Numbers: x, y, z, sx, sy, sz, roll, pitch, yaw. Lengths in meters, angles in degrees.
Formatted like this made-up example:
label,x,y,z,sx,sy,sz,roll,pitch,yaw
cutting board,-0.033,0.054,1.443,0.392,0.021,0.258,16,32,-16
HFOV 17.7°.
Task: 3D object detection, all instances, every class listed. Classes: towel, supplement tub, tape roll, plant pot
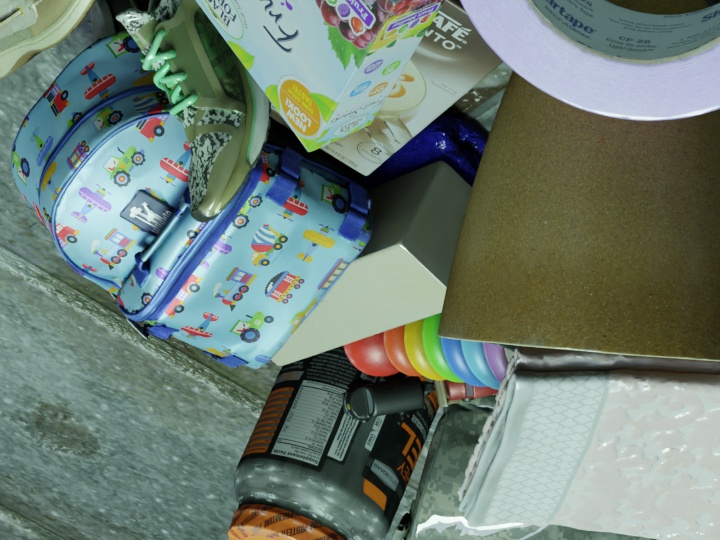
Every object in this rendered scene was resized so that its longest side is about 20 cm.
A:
label,x,y,z,sx,sy,sz,roll,pitch,yaw
towel,0.168,0.112,1.422,0.190,0.032,0.200,4,147,-6
towel,0.034,-0.033,1.580,0.148,0.050,0.200,39,146,-29
supplement tub,-0.017,0.126,1.712,0.122,0.200,0.123,20,156,9
tape roll,0.144,-0.179,1.165,0.199,0.066,0.201,8,120,14
plant pot,0.145,-0.054,1.304,0.186,0.201,0.186,5,180,0

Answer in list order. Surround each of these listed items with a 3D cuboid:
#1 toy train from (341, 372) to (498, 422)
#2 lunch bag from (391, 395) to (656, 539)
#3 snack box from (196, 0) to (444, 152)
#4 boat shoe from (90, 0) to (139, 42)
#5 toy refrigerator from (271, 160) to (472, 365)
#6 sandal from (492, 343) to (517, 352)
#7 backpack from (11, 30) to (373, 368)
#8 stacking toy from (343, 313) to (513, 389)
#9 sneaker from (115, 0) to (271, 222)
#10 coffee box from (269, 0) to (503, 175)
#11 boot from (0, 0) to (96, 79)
label,x,y,z,sx,sy,sz,roll,pitch,yaw
toy train,0.085,0.075,1.646,0.199,0.034,0.046,-12,-178,-8
lunch bag,0.140,0.160,1.707,0.199,0.168,0.139,16,150,10
snack box,-0.046,-0.186,1.266,0.200,0.053,0.142,53,147,15
boat shoe,-0.134,-0.108,1.556,0.060,0.072,0.202,-18,132,-4
toy refrigerator,0.000,0.000,1.543,0.070,0.076,0.200,42,143,-21
sandal,0.148,0.065,1.442,0.199,0.045,0.075,12,-179,9
backpack,-0.114,-0.051,1.473,0.200,0.135,0.183,28,118,-32
stacking toy,0.064,0.047,1.575,0.200,0.086,0.085,-6,141,46
sneaker,-0.105,-0.127,1.356,0.088,0.201,0.077,6,165,-23
coffee box,0.013,-0.150,1.370,0.114,0.080,0.200,30,149,-14
boot,-0.245,-0.207,1.460,0.155,0.072,0.200,36,148,-20
